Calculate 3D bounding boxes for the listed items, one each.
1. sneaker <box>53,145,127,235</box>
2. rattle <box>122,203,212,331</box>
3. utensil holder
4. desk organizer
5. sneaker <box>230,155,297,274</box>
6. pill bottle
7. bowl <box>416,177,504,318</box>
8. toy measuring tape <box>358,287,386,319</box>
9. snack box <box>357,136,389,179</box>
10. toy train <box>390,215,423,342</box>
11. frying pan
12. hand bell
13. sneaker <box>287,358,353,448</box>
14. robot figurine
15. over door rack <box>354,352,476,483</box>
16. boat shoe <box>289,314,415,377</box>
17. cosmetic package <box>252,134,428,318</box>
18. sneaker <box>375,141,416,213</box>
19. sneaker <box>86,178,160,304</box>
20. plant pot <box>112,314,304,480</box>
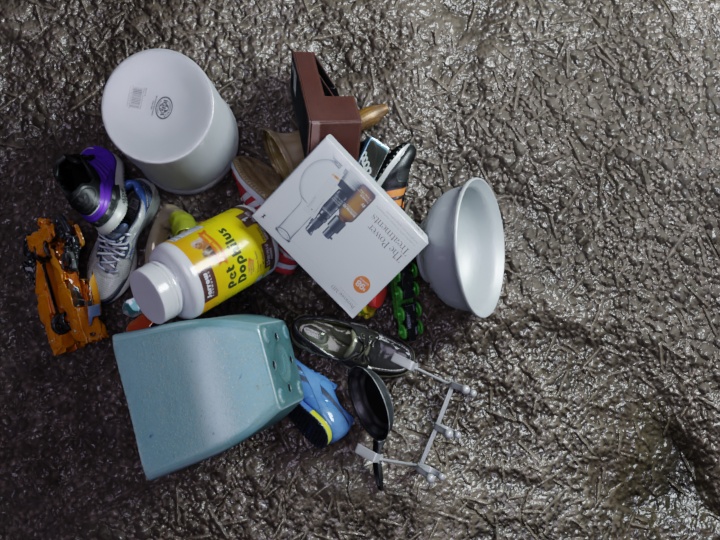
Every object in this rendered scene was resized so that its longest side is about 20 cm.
[{"bbox_3d":[-0.399,-0.143,1.203,0.069,0.201,0.099,-42,131,8],"label":"sneaker"},{"bbox_3d":[-0.270,0.008,1.273,0.129,0.142,0.204,22,102,33],"label":"rattle"},{"bbox_3d":[-0.271,-0.212,1.204,0.166,0.200,0.174,0,86,-1],"label":"utensil holder"},{"bbox_3d":[-0.054,-0.243,1.214,0.075,0.073,0.202,-3,43,-11],"label":"desk organizer"},{"bbox_3d":[-0.148,-0.080,1.260,0.070,0.114,0.200,-10,48,-40],"label":"sneaker"},{"bbox_3d":[-0.215,-0.006,1.143,0.199,0.109,0.110,-33,86,-38],"label":"pill bottle"},{"bbox_3d":[0.140,-0.032,1.219,0.089,0.200,0.205,-1,85,29],"label":"bowl"},{"bbox_3d":[0.000,0.000,1.209,0.072,0.202,0.074,-3,42,3],"label":"toy measuring tape"},{"bbox_3d":[-0.028,-0.097,1.238,0.037,0.116,0.203,27,85,-12],"label":"snack box"},{"bbox_3d":[0.060,0.008,1.235,0.041,0.056,0.204,-14,109,-22],"label":"toy train"},{"bbox_3d":[0.029,0.231,1.223,0.031,0.115,0.193,-19,87,-26],"label":"frying pan"},{"bbox_3d":[-0.041,-0.208,1.275,0.198,0.104,0.105,-28,86,-15],"label":"hand bell"},{"bbox_3d":[-0.090,0.174,1.254,0.200,0.066,0.078,47,47,14],"label":"sneaker"},{"bbox_3d":[-0.443,0.017,1.236,0.143,0.058,0.204,-18,85,38],"label":"robot figurine"},{"bbox_3d":[0.092,0.220,1.185,0.066,0.199,0.150,18,83,40],"label":"over door rack"},{"bbox_3d":[-0.013,0.115,1.248,0.197,0.066,0.073,18,85,1],"label":"boat shoe"},{"bbox_3d":[-0.027,-0.060,1.134,0.200,0.052,0.151,45,103,-7],"label":"cosmetic package"},{"bbox_3d":[0.042,-0.097,1.272,0.089,0.070,0.202,33,86,-13],"label":"sneaker"},{"bbox_3d":[-0.371,-0.049,1.247,0.076,0.085,0.203,18,86,1],"label":"sneaker"},{"bbox_3d":[-0.193,0.154,1.157,0.197,0.196,0.200,-16,86,12],"label":"plant pot"}]
